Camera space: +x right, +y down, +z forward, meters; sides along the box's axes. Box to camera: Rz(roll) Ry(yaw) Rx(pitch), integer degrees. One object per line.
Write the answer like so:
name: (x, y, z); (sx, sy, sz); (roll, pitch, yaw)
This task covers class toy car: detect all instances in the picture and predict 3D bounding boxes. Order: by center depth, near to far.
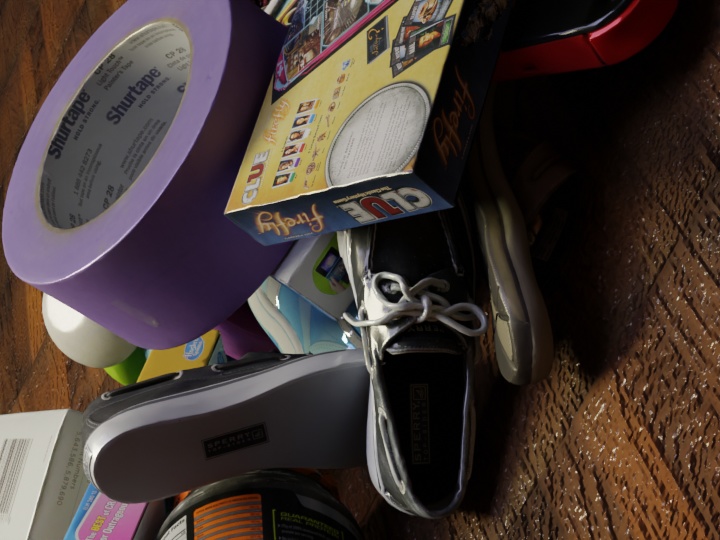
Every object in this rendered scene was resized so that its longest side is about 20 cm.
toy car: (-0.100, 0.004, 1.444); (0.150, 0.175, 0.201); (35, 107, 31)

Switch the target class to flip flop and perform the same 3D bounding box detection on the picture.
flip flop: (0.086, -0.027, 1.091); (0.200, 0.057, 0.081); (-97, -3, -46)

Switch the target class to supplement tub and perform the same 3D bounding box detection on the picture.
supplement tub: (-0.052, 0.195, 1.147); (0.123, 0.122, 0.200); (-56, 23, 32)

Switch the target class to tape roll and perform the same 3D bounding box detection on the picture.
tape roll: (-0.108, -0.062, 1.212); (0.200, 0.085, 0.201); (-33, 40, 33)

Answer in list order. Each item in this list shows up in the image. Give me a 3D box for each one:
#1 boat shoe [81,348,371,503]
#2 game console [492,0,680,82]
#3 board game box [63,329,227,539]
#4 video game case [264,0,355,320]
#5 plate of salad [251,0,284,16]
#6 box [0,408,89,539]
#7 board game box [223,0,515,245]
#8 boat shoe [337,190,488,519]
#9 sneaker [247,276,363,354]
boat shoe: (-0.055, 0.073, 1.162); (0.066, 0.199, 0.070); (-120, 18, -55)
game console: (0.106, -0.185, 1.121); (0.176, 0.031, 0.201); (-7, 54, 46)
board game box: (-0.114, 0.155, 1.274); (0.200, 0.040, 0.153); (-70, -25, -51)
video game case: (-0.019, -0.084, 1.235); (0.182, 0.045, 0.200); (-55, 32, -2)
plate of salad: (-0.100, -0.174, 1.387); (0.200, 0.048, 0.200); (-41, 27, 26)
box: (-0.201, 0.209, 1.501); (0.199, 0.130, 0.201); (-12, 60, 66)
board game box: (0.014, -0.114, 1.107); (0.135, 0.035, 0.201); (-10, 52, 43)
boat shoe: (0.028, 0.027, 1.099); (0.068, 0.073, 0.200); (-174, 86, -80)
sneaker: (0.000, 0.000, 1.265); (0.131, 0.079, 0.200); (-63, 31, 22)
